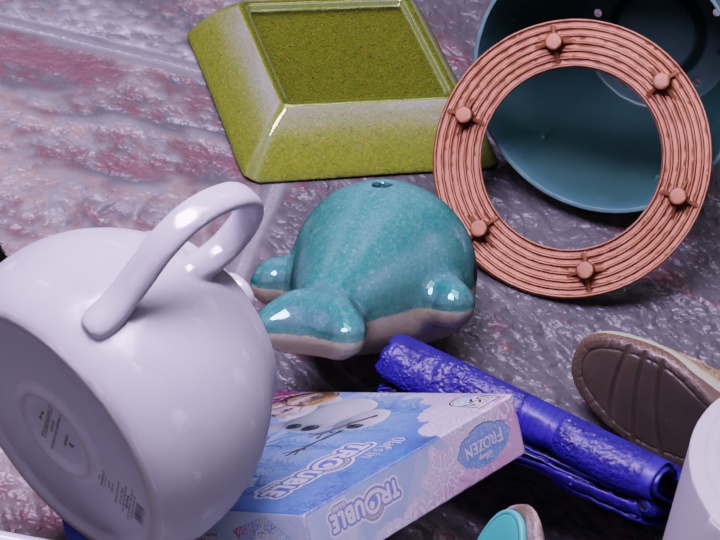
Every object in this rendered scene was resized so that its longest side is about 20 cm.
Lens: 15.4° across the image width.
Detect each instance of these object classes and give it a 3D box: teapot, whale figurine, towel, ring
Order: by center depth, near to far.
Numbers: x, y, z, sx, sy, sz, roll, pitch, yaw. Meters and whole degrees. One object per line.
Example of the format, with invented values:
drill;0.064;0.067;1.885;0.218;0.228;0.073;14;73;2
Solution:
teapot;-0.114;0.047;1.458;0.146;0.198;0.200;-38;27;-28
towel;0.110;0.106;1.693;0.200;0.050;0.148;25;-2;18
whale figurine;0.000;0.000;1.760;0.159;0.104;0.200;8;16;23
ring;0.148;-0.080;1.885;0.200;0.201;0.019;21;-3;14

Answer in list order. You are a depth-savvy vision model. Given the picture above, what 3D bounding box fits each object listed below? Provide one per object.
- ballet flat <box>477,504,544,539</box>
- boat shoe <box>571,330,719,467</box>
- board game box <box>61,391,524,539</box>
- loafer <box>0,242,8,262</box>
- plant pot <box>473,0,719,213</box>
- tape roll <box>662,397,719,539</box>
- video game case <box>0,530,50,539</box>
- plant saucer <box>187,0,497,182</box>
ballet flat;0.076;0.227;1.440;0.067;0.201;0.068;19;-2;-31
boat shoe;0.235;0.097;1.769;0.200;0.072;0.076;32;28;15
board game box;-0.040;0.123;1.586;0.199;0.044;0.200;-1;17;40
loafer;-0.206;0.029;1.721;0.200;0.073;0.071;32;84;26
plant pot;0.203;-0.160;1.983;0.200;0.201;0.161;21;23;14
tape roll;0.281;0.178;1.606;0.202;0.140;0.203;7;38;-5
video game case;-0.155;0.239;1.424;0.199;0.183;0.024;11;-3;1
plant saucer;-0.013;-0.150;2.031;0.199;0.048;0.200;-4;40;-17
